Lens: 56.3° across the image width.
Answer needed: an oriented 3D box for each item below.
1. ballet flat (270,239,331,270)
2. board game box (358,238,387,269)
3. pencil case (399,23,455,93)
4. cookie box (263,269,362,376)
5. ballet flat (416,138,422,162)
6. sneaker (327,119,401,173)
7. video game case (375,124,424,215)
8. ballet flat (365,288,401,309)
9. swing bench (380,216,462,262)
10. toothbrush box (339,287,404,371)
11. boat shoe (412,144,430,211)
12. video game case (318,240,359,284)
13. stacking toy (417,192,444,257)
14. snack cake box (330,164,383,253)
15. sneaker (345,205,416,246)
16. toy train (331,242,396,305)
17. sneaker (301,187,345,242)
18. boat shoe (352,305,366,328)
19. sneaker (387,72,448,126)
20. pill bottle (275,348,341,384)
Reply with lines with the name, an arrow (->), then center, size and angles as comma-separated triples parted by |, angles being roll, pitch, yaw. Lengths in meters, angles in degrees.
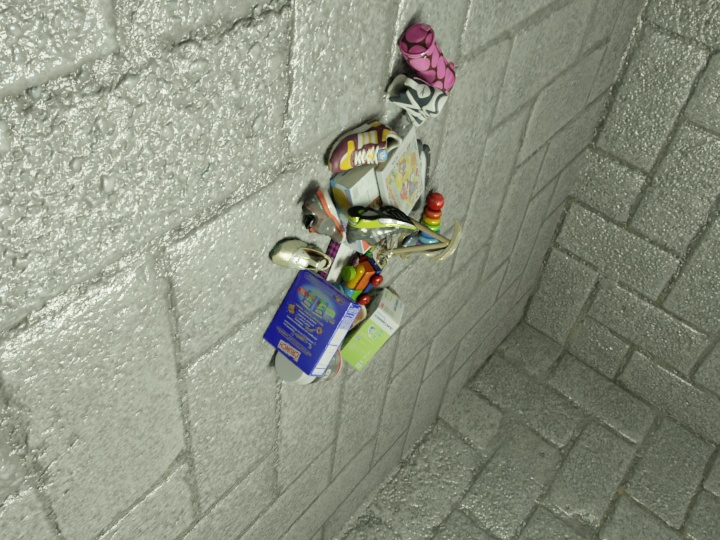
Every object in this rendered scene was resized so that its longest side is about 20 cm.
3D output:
ballet flat -> -0.129, -0.031, 1.553 | 0.199, 0.062, 0.069 | -2, 122, -62
board game box -> 0.037, -0.041, 1.841 | 0.105, 0.023, 0.201 | -50, 158, -19
pencil case -> 0.159, -0.484, 1.543 | 0.094, 0.091, 0.199 | -46, 156, 7
cookie box -> -0.118, 0.125, 1.632 | 0.203, 0.170, 0.075 | -58, 153, 4
ballet flat -> 0.124, -0.258, 1.775 | 0.073, 0.072, 0.204 | -31, 142, -45
sneaker -> 0.011, -0.270, 1.505 | 0.200, 0.089, 0.076 | -42, 153, -33
video game case -> 0.101, -0.221, 1.651 | 0.183, 0.022, 0.202 | -57, 148, -33
ballet flat -> 0.073, 0.098, 2.093 | 0.199, 0.075, 0.069 | -10, 130, -60
swing bench -> 0.173, -0.086, 1.828 | 0.199, 0.195, 0.133 | -1, 102, -79
toothbrush box -> 0.034, 0.172, 1.973 | 0.201, 0.086, 0.146 | -49, -174, 24
boat shoe -> 0.161, -0.258, 1.856 | 0.066, 0.069, 0.203 | -37, 142, -35
video game case -> -0.041, -0.021, 1.772 | 0.180, 0.035, 0.203 | -12, 129, -59
stacking toy -> 0.220, -0.146, 2.091 | 0.085, 0.084, 0.204 | -30, 141, -46
snack cake box -> 0.004, -0.157, 1.612 | 0.115, 0.066, 0.203 | -44, 141, -30
sneaker -> 0.044, -0.101, 1.575 | 0.196, 0.074, 0.082 | 1, 127, -32
toy train -> 0.000, 0.000, 1.705 | 0.114, 0.085, 0.202 | -3, 137, -45
sneaker -> -0.090, -0.117, 1.546 | 0.081, 0.078, 0.201 | -27, 152, -1
boat shoe -> -0.035, 0.129, 1.885 | 0.071, 0.076, 0.201 | -33, 163, -24
sneaker -> 0.113, -0.407, 1.570 | 0.081, 0.128, 0.199 | -59, -166, 3
pill bottle -> -0.139, 0.246, 1.804 | 0.116, 0.113, 0.199 | -61, 156, 9
